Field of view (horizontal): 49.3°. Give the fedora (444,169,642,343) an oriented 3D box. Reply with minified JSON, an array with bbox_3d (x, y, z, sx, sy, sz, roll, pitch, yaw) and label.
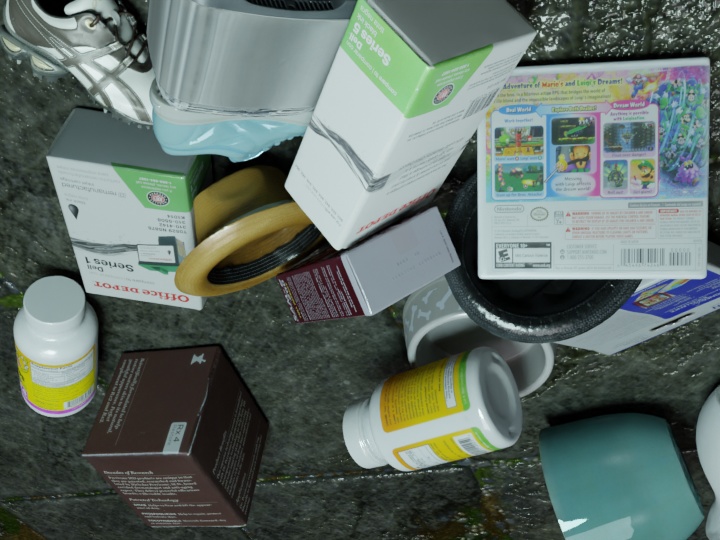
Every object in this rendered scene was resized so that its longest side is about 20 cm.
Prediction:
[{"bbox_3d":[0.177,-0.026,0.760,0.195,0.207,0.092,0,177,12],"label":"fedora"}]

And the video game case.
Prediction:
[{"bbox_3d":[0.201,-0.086,0.687,0.194,0.024,0.187,0,94,12],"label":"video game case"}]

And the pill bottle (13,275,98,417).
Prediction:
[{"bbox_3d":[-0.396,0.099,1.025,0.102,0.106,0.202,15,137,-6],"label":"pill bottle"}]

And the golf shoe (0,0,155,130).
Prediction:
[{"bbox_3d":[-0.221,-0.197,0.696,0.196,0.079,0.095,21,137,-13],"label":"golf shoe"}]

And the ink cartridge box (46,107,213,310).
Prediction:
[{"bbox_3d":[-0.233,-0.059,0.839,0.142,0.086,0.203,8,137,3],"label":"ink cartridge box"}]

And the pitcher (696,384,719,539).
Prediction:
[{"bbox_3d":[0.494,0.225,0.982,0.119,0.171,0.204,13,127,41],"label":"pitcher"}]

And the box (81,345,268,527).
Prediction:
[{"bbox_3d":[-0.247,0.236,1.096,0.160,0.168,0.202,-5,135,17],"label":"box"}]

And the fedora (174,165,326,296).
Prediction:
[{"bbox_3d":[-0.110,-0.048,0.795,0.197,0.083,0.201,-28,168,-7],"label":"fedora"}]

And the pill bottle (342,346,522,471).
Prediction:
[{"bbox_3d":[0.079,0.169,0.916,0.197,0.113,0.111,-23,129,32],"label":"pill bottle"}]

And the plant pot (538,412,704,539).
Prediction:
[{"bbox_3d":[0.343,0.279,1.012,0.158,0.203,0.201,-23,129,20],"label":"plant pot"}]

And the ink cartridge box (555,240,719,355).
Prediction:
[{"bbox_3d":[0.299,0.030,0.840,0.196,0.048,0.197,-31,153,35],"label":"ink cartridge box"}]

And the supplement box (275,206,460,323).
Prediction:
[{"bbox_3d":[0.000,0.000,0.774,0.062,0.107,0.199,65,155,-4],"label":"supplement box"}]

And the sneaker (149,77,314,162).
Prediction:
[{"bbox_3d":[-0.092,-0.140,0.714,0.195,0.075,0.083,-2,146,-17],"label":"sneaker"}]

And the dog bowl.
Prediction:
[{"bbox_3d":[0.144,0.087,0.941,0.194,0.060,0.203,6,138,6],"label":"dog bowl"}]

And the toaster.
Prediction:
[{"bbox_3d":[-0.089,-0.198,0.612,0.196,0.116,0.130,-6,150,-28],"label":"toaster"}]

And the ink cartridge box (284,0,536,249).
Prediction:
[{"bbox_3d":[0.035,-0.131,0.653,0.084,0.144,0.201,47,138,15],"label":"ink cartridge box"}]
